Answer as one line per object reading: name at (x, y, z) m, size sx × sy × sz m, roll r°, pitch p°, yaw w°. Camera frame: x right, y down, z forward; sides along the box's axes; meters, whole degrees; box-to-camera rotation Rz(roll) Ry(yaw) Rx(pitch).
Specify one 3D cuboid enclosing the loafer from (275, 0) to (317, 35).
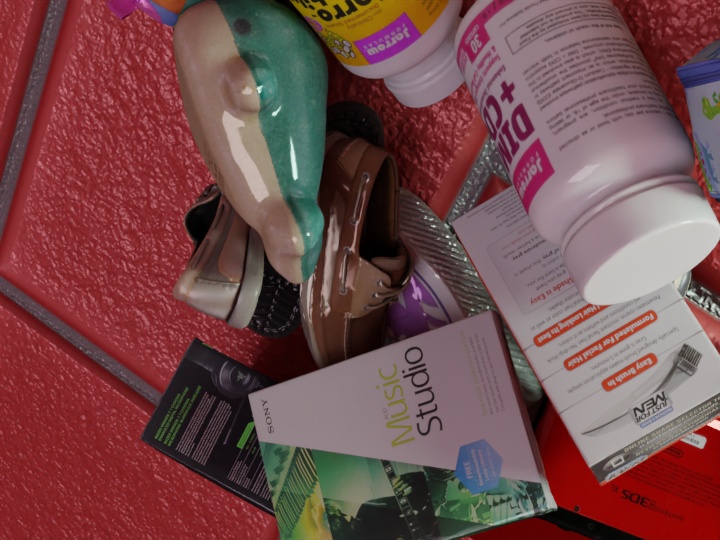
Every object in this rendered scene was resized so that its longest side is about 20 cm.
loafer at (-0.061, -0.187, 0.929) m, size 0.069 × 0.069 × 0.202 m, roll 10°, pitch 134°, yaw -16°

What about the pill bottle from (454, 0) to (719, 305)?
pill bottle at (0.145, -0.088, 0.788) m, size 0.113 × 0.112 × 0.202 m, roll -41°, pitch 58°, yaw 34°

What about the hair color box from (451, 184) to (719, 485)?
hair color box at (0.158, 0.029, 0.838) m, size 0.110 × 0.064 × 0.202 m, roll -30°, pitch 62°, yaw 5°

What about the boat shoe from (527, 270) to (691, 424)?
boat shoe at (0.193, 0.061, 0.925) m, size 0.062 × 0.073 × 0.201 m, roll 14°, pitch 122°, yaw -29°

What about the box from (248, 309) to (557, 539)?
box at (0.026, 0.128, 0.876) m, size 0.198 × 0.036 × 0.146 m, roll -21°, pitch 72°, yaw 15°

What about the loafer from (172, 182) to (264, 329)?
loafer at (-0.110, -0.033, 0.944) m, size 0.062 × 0.201 × 0.073 m, roll 15°, pitch 120°, yaw -15°

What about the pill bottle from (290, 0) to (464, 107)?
pill bottle at (0.002, -0.203, 0.828) m, size 0.103 × 0.105 × 0.200 m, roll -16°, pitch 137°, yaw 31°

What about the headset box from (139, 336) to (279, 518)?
headset box at (-0.067, 0.151, 1.012) m, size 0.198 × 0.174 × 0.094 m, roll 25°, pitch 78°, yaw 16°

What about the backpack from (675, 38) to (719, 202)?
backpack at (0.287, -0.131, 0.709) m, size 0.198 × 0.182 × 0.149 m, roll -19°, pitch 94°, yaw 40°

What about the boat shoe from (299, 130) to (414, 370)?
boat shoe at (0.000, 0.000, 0.909) m, size 0.071 × 0.075 × 0.203 m, roll 8°, pitch 115°, yaw 33°

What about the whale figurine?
whale figurine at (-0.058, -0.097, 0.841) m, size 0.160 × 0.102 × 0.202 m, roll 100°, pitch 148°, yaw -67°

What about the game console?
game console at (0.193, 0.167, 0.938) m, size 0.198 × 0.119 × 0.175 m, roll 22°, pitch 92°, yaw -13°

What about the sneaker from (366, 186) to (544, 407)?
sneaker at (0.056, 0.042, 0.971) m, size 0.201 × 0.072 × 0.114 m, roll 53°, pitch 129°, yaw 13°

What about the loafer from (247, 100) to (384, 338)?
loafer at (-0.045, -0.047, 0.980) m, size 0.072 × 0.071 × 0.202 m, roll 26°, pitch 106°, yaw -9°

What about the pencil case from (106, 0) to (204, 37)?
pencil case at (-0.115, -0.271, 0.910) m, size 0.088 × 0.088 × 0.201 m, roll 40°, pitch 122°, yaw 6°
